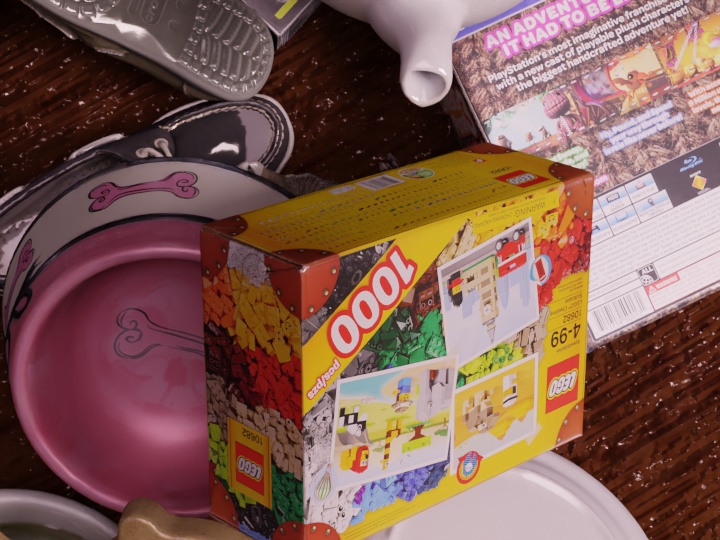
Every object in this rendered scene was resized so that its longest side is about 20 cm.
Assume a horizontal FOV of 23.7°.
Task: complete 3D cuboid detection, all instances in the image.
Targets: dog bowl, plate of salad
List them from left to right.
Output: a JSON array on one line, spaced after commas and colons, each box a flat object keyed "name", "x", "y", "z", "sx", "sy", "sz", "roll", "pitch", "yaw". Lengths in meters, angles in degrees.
[{"name": "dog bowl", "x": -0.097, "y": 0.045, "z": 0.906, "sx": 0.198, "sy": 0.074, "sz": 0.202, "roll": 0, "pitch": 116, "yaw": 0}, {"name": "plate of salad", "x": 0.076, "y": 0.178, "z": 0.936, "sx": 0.198, "sy": 0.048, "sz": 0.201, "roll": 10, "pitch": 50, "yaw": -12}]

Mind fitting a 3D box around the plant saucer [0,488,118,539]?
[{"name": "plant saucer", "x": -0.194, "y": 0.221, "z": 0.932, "sx": 0.199, "sy": 0.050, "sz": 0.202, "roll": 4, "pitch": 77, "yaw": -19}]

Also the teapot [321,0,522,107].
[{"name": "teapot", "x": 0.036, "y": -0.215, "z": 0.828, "sx": 0.197, "sy": 0.146, "sz": 0.200, "roll": -39, "pitch": 97, "yaw": -3}]

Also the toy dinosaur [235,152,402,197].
[{"name": "toy dinosaur", "x": 0.000, "y": 0.000, "z": 0.968, "sx": 0.102, "sy": 0.077, "sz": 0.200, "roll": -33, "pitch": 109, "yaw": 9}]

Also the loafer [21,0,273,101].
[{"name": "loafer", "x": -0.143, "y": -0.149, "z": 0.934, "sx": 0.199, "sy": 0.069, "sz": 0.076, "roll": 35, "pitch": 67, "yaw": -23}]

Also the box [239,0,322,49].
[{"name": "box", "x": -0.038, "y": -0.255, "z": 0.983, "sx": 0.160, "sy": 0.044, "sz": 0.200, "roll": 42, "pitch": 86, "yaw": -2}]

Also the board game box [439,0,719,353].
[{"name": "board game box", "x": 0.144, "y": -0.076, "z": 0.959, "sx": 0.159, "sy": 0.097, "sz": 0.201, "roll": -24, "pitch": 89, "yaw": -5}]

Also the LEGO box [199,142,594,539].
[{"name": "LEGO box", "x": 0.021, "y": 0.034, "z": 0.845, "sx": 0.199, "sy": 0.077, "sz": 0.150, "roll": -19, "pitch": 117, "yaw": -40}]

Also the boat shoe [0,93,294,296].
[{"name": "boat shoe", "x": -0.129, "y": -0.044, "z": 0.958, "sx": 0.199, "sy": 0.060, "sz": 0.074, "roll": -22, "pitch": 89, "yaw": -4}]

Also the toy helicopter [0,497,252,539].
[{"name": "toy helicopter", "x": -0.131, "y": 0.174, "z": 0.895, "sx": 0.198, "sy": 0.079, "sz": 0.133, "roll": 10, "pitch": 119, "yaw": 3}]
